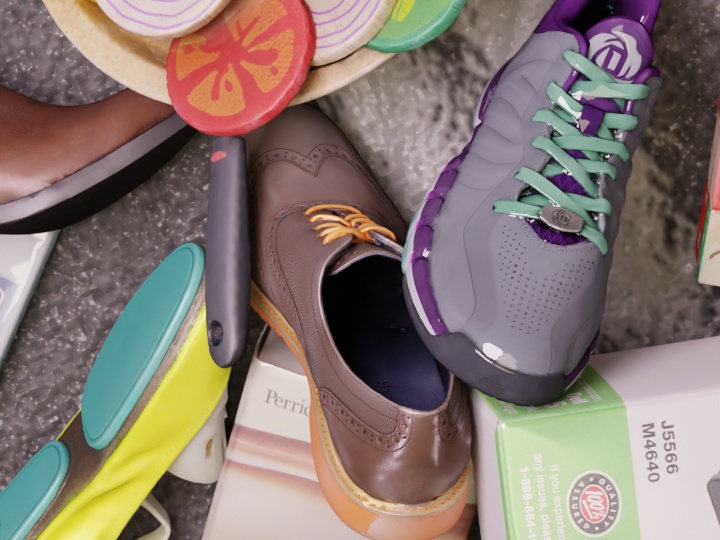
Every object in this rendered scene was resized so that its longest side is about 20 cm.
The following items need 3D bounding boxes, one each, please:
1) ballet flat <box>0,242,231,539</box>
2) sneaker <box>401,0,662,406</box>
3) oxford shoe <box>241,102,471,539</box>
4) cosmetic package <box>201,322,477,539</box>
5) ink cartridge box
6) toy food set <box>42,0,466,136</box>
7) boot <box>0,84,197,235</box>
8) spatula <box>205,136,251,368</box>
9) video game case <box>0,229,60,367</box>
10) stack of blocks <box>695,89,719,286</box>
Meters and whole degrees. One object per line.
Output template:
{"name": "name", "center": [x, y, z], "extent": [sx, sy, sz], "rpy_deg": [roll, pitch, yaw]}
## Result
{"name": "ballet flat", "center": [-0.093, 0.076, 1.188], "extent": [0.067, 0.067, 0.200], "rpy_deg": [29, 109, -24]}
{"name": "sneaker", "center": [0.067, -0.042, 1.059], "extent": [0.074, 0.200, 0.088], "rpy_deg": [22, 128, -7]}
{"name": "oxford shoe", "center": [0.000, 0.000, 1.096], "extent": [0.071, 0.200, 0.073], "rpy_deg": [-10, 141, -17]}
{"name": "cosmetic package", "center": [-0.016, 0.127, 1.174], "extent": [0.103, 0.087, 0.201], "rpy_deg": [15, 105, 3]}
{"name": "ink cartridge box", "center": [0.147, 0.099, 1.066], "extent": [0.199, 0.084, 0.146], "rpy_deg": [-9, 100, -5]}
{"name": "toy food set", "center": [-0.039, -0.149, 1.087], "extent": [0.199, 0.049, 0.199], "rpy_deg": [23, 87, 21]}
{"name": "boot", "center": [-0.175, -0.101, 1.152], "extent": [0.188, 0.068, 0.201], "rpy_deg": [-22, 85, 5]}
{"name": "spatula", "center": [-0.042, -0.062, 1.112], "extent": [0.020, 0.056, 0.201], "rpy_deg": [16, 72, -33]}
{"name": "video game case", "center": [-0.240, 0.031, 1.205], "extent": [0.182, 0.023, 0.201], "rpy_deg": [25, 105, -1]}
{"name": "stack of blocks", "center": [0.232, -0.041, 1.121], "extent": [0.199, 0.059, 0.116], "rpy_deg": [10, 105, 3]}
